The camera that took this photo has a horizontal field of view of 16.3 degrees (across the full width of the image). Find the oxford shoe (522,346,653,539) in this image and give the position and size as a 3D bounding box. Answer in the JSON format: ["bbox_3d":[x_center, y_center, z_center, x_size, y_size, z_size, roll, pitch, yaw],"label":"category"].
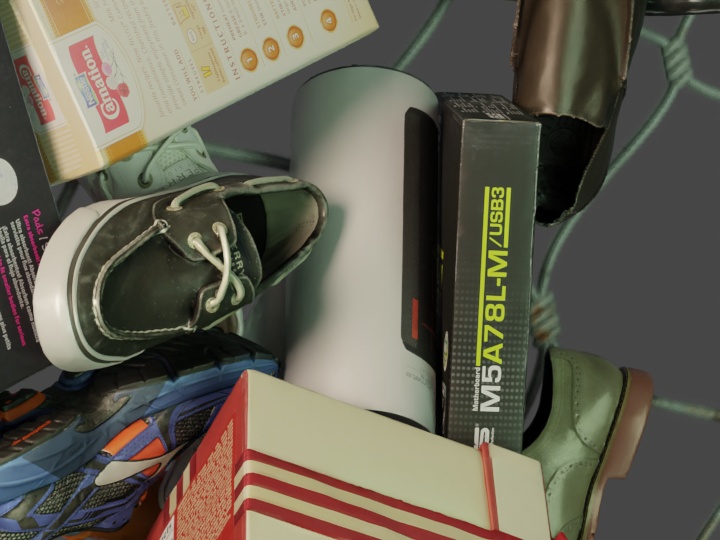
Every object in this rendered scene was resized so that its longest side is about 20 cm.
[{"bbox_3d":[0.101,0.141,1.458,0.074,0.070,0.201,22,85,-9],"label":"oxford shoe"}]

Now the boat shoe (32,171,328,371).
[{"bbox_3d":[-0.080,-0.008,1.169,0.200,0.063,0.071,-36,118,-58],"label":"boat shoe"}]

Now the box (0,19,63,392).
[{"bbox_3d":[-0.221,-0.043,1.142,0.114,0.132,0.201,-27,113,-33],"label":"box"}]

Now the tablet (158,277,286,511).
[{"bbox_3d":[-0.033,0.086,1.325,0.130,0.014,0.201,54,45,-32],"label":"tablet"}]

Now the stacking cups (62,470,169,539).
[{"bbox_3d":[-0.159,0.105,1.265,0.199,0.060,0.061,17,87,-41],"label":"stacking cups"}]

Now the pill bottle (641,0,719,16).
[{"bbox_3d":[0.178,-0.248,1.409,0.111,0.112,0.202,-11,104,-34],"label":"pill bottle"}]

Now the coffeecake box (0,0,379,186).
[{"bbox_3d":[-0.105,-0.146,1.201,0.200,0.073,0.154,-31,101,-42],"label":"coffeecake box"}]

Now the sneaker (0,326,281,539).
[{"bbox_3d":[-0.123,0.083,1.217,0.199,0.075,0.079,-24,122,-31],"label":"sneaker"}]

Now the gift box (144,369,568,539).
[{"bbox_3d":[-0.005,0.191,1.172,0.186,0.201,0.185,19,129,-18],"label":"gift box"}]

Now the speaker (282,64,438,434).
[{"bbox_3d":[0.000,0.000,1.290,0.081,0.081,0.201,24,55,-36],"label":"speaker"}]

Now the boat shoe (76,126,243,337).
[{"bbox_3d":[-0.101,-0.048,1.266,0.071,0.069,0.201,-33,115,-28],"label":"boat shoe"}]

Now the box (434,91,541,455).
[{"bbox_3d":[0.060,0.008,1.320,0.047,0.200,0.195,0,99,-2],"label":"box"}]

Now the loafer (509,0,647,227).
[{"bbox_3d":[0.118,-0.108,1.371,0.072,0.072,0.201,-75,166,-56],"label":"loafer"}]
